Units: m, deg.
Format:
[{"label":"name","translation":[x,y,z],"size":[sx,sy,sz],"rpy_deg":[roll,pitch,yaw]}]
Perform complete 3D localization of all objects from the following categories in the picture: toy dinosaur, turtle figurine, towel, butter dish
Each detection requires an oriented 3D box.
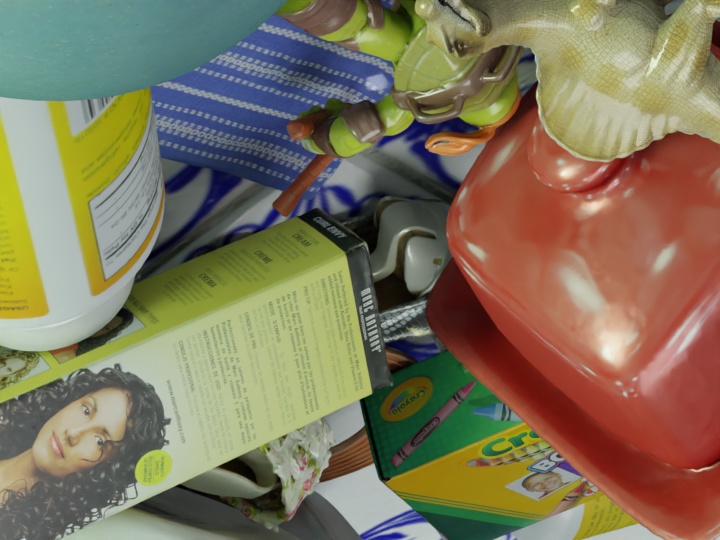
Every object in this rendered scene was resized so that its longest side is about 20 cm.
[{"label":"toy dinosaur","translation":[0.112,-0.085,0.668],"size":[0.198,0.058,0.102],"rpy_deg":[22,95,-16]},{"label":"turtle figurine","translation":[0.021,-0.088,0.700],"size":[0.199,0.065,0.161],"rpy_deg":[-31,147,17]},{"label":"towel","translation":[-0.012,-0.104,0.733],"size":[0.144,0.024,0.200],"rpy_deg":[11,135,-44]},{"label":"butter dish","translation":[0.117,-0.026,0.746],"size":[0.200,0.200,0.148],"rpy_deg":[-49,140,1]}]

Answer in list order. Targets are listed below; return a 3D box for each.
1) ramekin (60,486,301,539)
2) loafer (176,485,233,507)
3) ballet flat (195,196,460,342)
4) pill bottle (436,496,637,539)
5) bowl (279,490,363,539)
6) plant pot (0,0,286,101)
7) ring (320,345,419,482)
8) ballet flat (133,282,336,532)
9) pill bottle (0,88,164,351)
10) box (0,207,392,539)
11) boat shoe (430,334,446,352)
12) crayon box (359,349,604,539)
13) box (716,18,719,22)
[{"label":"ramekin","translation":[-0.116,0.150,0.831],"size":[0.200,0.199,0.099],"rpy_deg":[22,84,-52]},{"label":"loafer","translation":[-0.155,0.139,0.948],"size":[0.197,0.072,0.073],"rpy_deg":[-7,152,-7]},{"label":"ballet flat","translation":[0.000,0.000,0.862],"size":[0.198,0.073,0.072],"rpy_deg":[-16,150,-15]},{"label":"pill bottle","translation":[0.137,0.105,1.087],"size":[0.198,0.112,0.112],"rpy_deg":[-12,149,-21]},{"label":"bowl","translation":[-0.078,0.188,1.020],"size":[0.198,0.200,0.076],"rpy_deg":[-14,111,-15]},{"label":"plant pot","translation":[-0.080,-0.127,0.484],"size":[0.198,0.202,0.135],"rpy_deg":[-21,158,-5]},{"label":"ring","translation":[-0.056,0.078,0.966],"size":[0.198,0.019,0.201],"rpy_deg":[-9,153,-5]},{"label":"ballet flat","translation":[-0.092,0.053,0.804],"size":[0.199,0.064,0.075],"rpy_deg":[32,139,-24]},{"label":"pill bottle","translation":[-0.128,-0.053,0.643],"size":[0.108,0.110,0.201],"rpy_deg":[-17,150,-11]},{"label":"box","translation":[-0.085,0.048,0.743],"size":[0.198,0.050,0.076],"rpy_deg":[-25,122,-21]},{"label":"boat shoe","translation":[0.128,0.021,0.986],"size":[0.198,0.070,0.071],"rpy_deg":[-12,149,-19]},{"label":"crayon box","translation":[0.113,0.069,0.931],"size":[0.198,0.059,0.119],"rpy_deg":[-24,147,13]},{"label":"box","translation":[0.235,-0.031,0.898],"size":[0.106,0.153,0.200],"rpy_deg":[-32,150,16]}]
